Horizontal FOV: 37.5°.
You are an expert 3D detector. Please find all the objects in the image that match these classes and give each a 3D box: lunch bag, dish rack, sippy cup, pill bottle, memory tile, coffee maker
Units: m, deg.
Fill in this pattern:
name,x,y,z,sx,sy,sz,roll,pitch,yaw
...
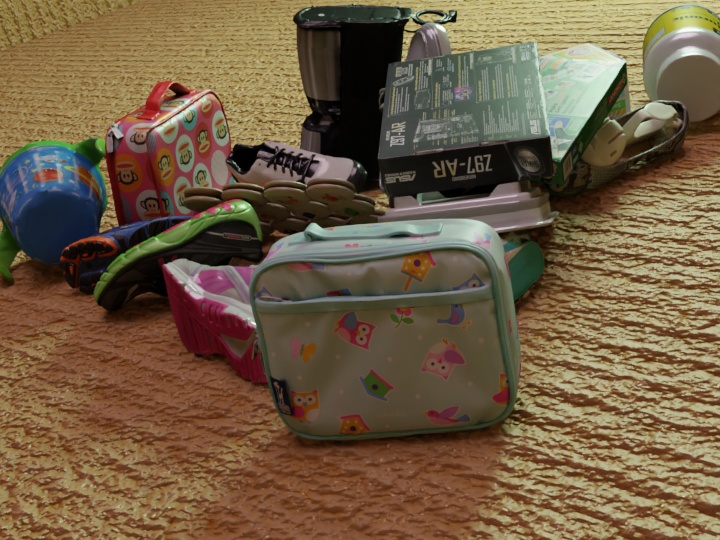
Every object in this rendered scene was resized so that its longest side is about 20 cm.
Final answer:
name,x,y,z,sx,sy,sz,roll,pitch,yaw
lunch bag,-0.226,-0.139,1.282,0.081,0.178,0.200,1,23,21
dish rack,0.104,-0.060,1.037,0.170,0.044,0.200,-7,4,14
sippy cup,-0.364,-0.072,1.258,0.138,0.180,0.130,3,21,-20
lunch bag,0.015,0.041,0.789,0.198,0.162,0.077,-5,24,14
pill bottle,0.404,-0.252,1.306,0.110,0.112,0.200,-5,26,17
memory tile,-0.077,-0.064,1.138,0.198,0.017,0.153,-1,-16,24
coffee maker,0.011,-0.214,1.299,0.190,0.202,0.135,11,27,25

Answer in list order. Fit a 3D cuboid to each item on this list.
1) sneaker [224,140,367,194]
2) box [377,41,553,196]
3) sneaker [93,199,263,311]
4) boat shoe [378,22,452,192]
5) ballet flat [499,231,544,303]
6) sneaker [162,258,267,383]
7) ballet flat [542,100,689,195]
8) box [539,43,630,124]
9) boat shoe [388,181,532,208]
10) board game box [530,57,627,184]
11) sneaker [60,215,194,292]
name,x,y,z,sx,sy,sz,roll,pitch,yaw
sneaker,-0.082,-0.113,1.257,0.199,0.080,0.074,3,55,37
box,0.102,-0.152,1.038,0.159,0.044,0.201,-7,36,9
sneaker,-0.188,0.000,1.087,0.199,0.084,0.077,-25,5,16
boat shoe,0.057,-0.182,1.206,0.071,0.203,0.070,3,6,-27
ballet flat,0.089,0.022,0.918,0.064,0.076,0.199,-4,14,41
sneaker,-0.111,0.035,0.978,0.088,0.082,0.199,-27,36,-32
ballet flat,0.284,-0.145,1.165,0.199,0.073,0.072,-22,26,-23
box,0.206,-0.179,1.238,0.198,0.113,0.101,-17,26,-7
boat shoe,0.120,-0.103,1.138,0.198,0.067,0.057,-23,23,12
board game box,0.179,-0.160,1.087,0.134,0.029,0.200,9,42,30
sneaker,-0.234,-0.030,1.182,0.198,0.076,0.079,-5,21,13
